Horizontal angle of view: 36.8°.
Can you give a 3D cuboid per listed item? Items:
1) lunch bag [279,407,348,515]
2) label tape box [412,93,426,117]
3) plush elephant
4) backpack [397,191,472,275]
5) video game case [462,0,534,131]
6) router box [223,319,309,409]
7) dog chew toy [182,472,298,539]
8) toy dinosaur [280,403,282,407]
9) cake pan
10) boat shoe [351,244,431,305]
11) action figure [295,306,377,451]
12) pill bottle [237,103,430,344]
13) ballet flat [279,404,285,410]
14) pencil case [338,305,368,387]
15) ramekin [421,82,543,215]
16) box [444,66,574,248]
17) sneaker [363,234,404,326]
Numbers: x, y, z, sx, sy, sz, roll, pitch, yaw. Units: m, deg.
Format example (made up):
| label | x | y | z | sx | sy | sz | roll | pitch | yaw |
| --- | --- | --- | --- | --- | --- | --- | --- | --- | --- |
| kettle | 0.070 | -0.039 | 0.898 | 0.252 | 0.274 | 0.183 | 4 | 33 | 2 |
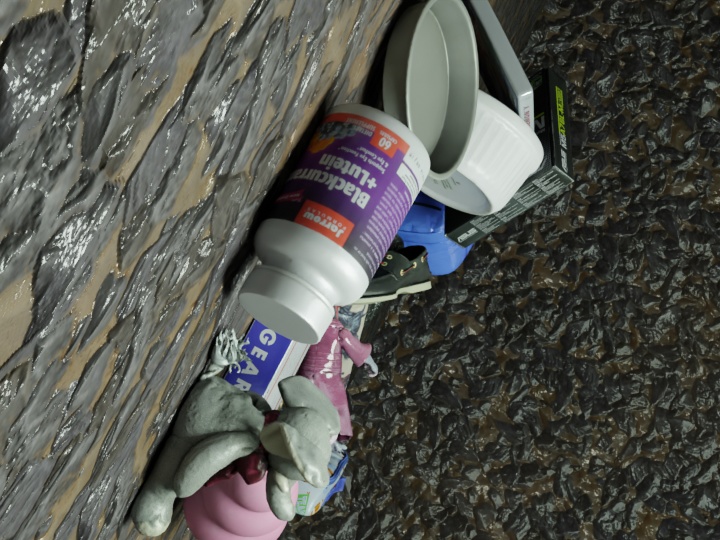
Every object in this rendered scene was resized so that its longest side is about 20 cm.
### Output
| label | x | y | z | sx | sy | sz | roll | pitch | yaw |
| --- | --- | --- | --- | --- | --- | --- | --- | --- | --- |
| lunch bag | -0.094 | 0.252 | 1.446 | 0.076 | 0.160 | 0.200 | -63 | 174 | 6 |
| label tape box | 0.006 | -0.100 | 1.246 | 0.201 | 0.066 | 0.144 | 102 | 14 | -48 |
| plush elephant | -0.098 | 0.170 | 1.041 | 0.201 | 0.154 | 0.165 | -65 | 174 | 20 |
| backpack | 0.098 | -0.103 | 1.649 | 0.200 | 0.162 | 0.168 | -59 | 144 | -35 |
| video game case | 0.167 | -0.259 | 1.347 | 0.023 | 0.201 | 0.182 | -24 | 160 | 2 |
| router box | -0.098 | 0.091 | 1.239 | 0.201 | 0.049 | 0.180 | -63 | 174 | -8 |
| dog chew toy | -0.125 | 0.243 | 1.201 | 0.125 | 0.124 | 0.200 | -60 | -177 | -34 |
| toy dinosaur | -0.070 | 0.095 | 1.578 | 0.106 | 0.060 | 0.201 | -17 | 138 | -40 |
| cake pan | 0.077 | -0.200 | 1.174 | 0.200 | 0.037 | 0.202 | -22 | 115 | -60 |
| boat shoe | 0.026 | 0.007 | 1.364 | 0.201 | 0.073 | 0.064 | -17 | 103 | -57 |
| action figure | -0.058 | 0.119 | 1.356 | 0.149 | 0.133 | 0.201 | 22 | 73 | -71 |
| pill bottle | -0.027 | -0.040 | 0.967 | 0.201 | 0.111 | 0.112 | -62 | 174 | -21 |
| ballet flat | -0.094 | 0.188 | 1.654 | 0.201 | 0.070 | 0.071 | -64 | 174 | 15 |
| pencil case | -0.043 | 0.088 | 1.475 | 0.077 | 0.089 | 0.201 | -12 | 130 | -34 |
| ramekin | 0.119 | -0.150 | 1.348 | 0.095 | 0.202 | 0.202 | -60 | 174 | -11 |
| box | 0.198 | -0.154 | 1.483 | 0.200 | 0.047 | 0.194 | -32 | -143 | 38 |
| sneaker | 0.000 | 0.000 | 1.510 | 0.076 | 0.091 | 0.200 | -46 | 166 | -34 |
